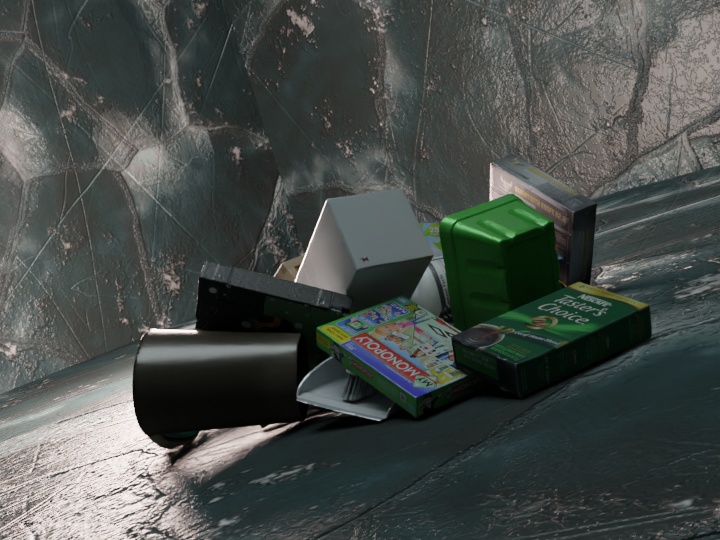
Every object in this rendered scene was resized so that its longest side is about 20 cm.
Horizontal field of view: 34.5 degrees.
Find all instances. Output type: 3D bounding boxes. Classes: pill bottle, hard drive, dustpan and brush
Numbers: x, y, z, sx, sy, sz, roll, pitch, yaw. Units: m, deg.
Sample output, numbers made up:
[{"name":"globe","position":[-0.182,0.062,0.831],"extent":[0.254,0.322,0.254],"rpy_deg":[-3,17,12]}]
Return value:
[{"name":"pill bottle","position":[0.130,0.036,1.739],"extent":[0.199,0.120,0.120],"rpy_deg":[-13,3,-12]},{"name":"hard drive","position":[-0.117,0.066,1.527],"extent":[0.199,0.140,0.038],"rpy_deg":[14,46,1]},{"name":"dustpan and brush","position":[0.028,0.111,1.429],"extent":[0.139,0.058,0.200],"rpy_deg":[9,21,35]}]

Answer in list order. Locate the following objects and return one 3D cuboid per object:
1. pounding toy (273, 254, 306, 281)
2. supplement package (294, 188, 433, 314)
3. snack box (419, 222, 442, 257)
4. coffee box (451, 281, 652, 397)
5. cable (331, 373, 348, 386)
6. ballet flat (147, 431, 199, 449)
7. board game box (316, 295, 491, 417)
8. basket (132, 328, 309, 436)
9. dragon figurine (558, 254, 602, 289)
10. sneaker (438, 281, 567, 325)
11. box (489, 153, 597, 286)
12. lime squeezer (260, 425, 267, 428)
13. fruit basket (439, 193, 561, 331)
[{"name":"pounding toy","position":[-0.018,0.054,1.903],"extent":[0.184,0.200,0.142],"rpy_deg":[-22,-26,-46]},{"name":"supplement package","position":[0.000,0.000,1.572],"extent":[0.117,0.117,0.200],"rpy_deg":[-9,-30,-24]},{"name":"snack box","position":[0.044,0.011,1.843],"extent":[0.199,0.169,0.068],"rpy_deg":[-1,-31,-20]},{"name":"coffee box","position":[0.215,0.073,1.308],"extent":[0.199,0.044,0.123],"rpy_deg":[-20,22,-26]},{"name":"cable","position":[0.014,0.124,1.503],"extent":[0.097,0.051,0.200],"rpy_deg":[12,41,36]},{"name":"ballet flat","position":[-0.255,0.218,1.622],"extent":[0.062,0.067,0.200],"rpy_deg":[-47,-9,18]},{"name":"board game box","position":[0.057,0.097,1.377],"extent":[0.134,0.029,0.200],"rpy_deg":[-19,32,-31]},{"name":"basket","position":[-0.171,0.140,1.487],"extent":[0.199,0.137,0.180],"rpy_deg":[-2,4,6]},{"name":"dragon figurine","position":[0.273,0.010,1.730],"extent":[0.059,0.100,0.200],"rpy_deg":[-20,4,-22]},{"name":"sneaker","position":[0.207,0.065,1.642],"extent":[0.199,0.070,0.090],"rpy_deg":[-23,-26,30]},{"name":"box","position":[0.278,-0.069,1.798],"extent":[0.048,0.159,0.200],"rpy_deg":[-20,36,-26]},{"name":"lime squeezer","position":[-0.069,0.156,1.586],"extent":[0.070,0.038,0.200],"rpy_deg":[2,23,21]},{"name":"fruit basket","position":[0.167,0.007,1.497],"extent":[0.155,0.217,0.215],"rpy_deg":[-20,5,-30]}]
